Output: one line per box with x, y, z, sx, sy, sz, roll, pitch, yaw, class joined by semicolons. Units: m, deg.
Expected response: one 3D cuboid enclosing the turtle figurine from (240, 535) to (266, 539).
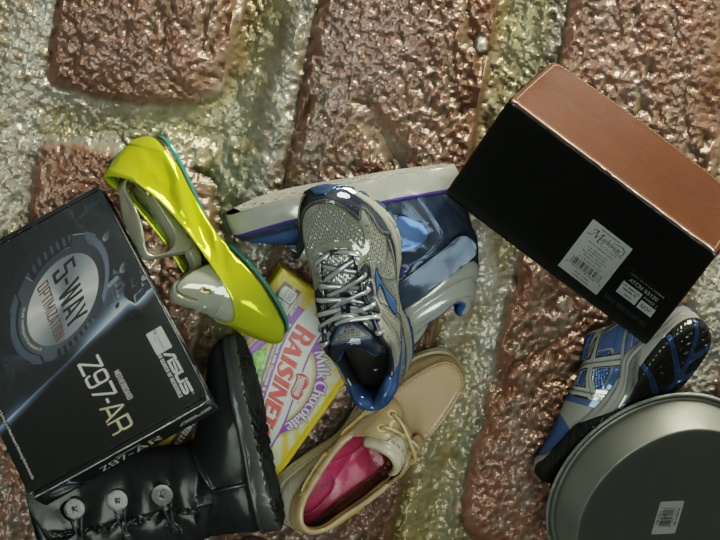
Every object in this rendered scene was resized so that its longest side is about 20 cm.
-0.094;0.282;1.652;0.149;0.200;0.101;-28;104;-1;turtle figurine

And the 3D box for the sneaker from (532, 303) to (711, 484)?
0.212;0.099;1.731;0.076;0.077;0.200;19;117;-44;sneaker

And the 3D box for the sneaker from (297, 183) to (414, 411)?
-0.001;0.025;1.602;0.077;0.085;0.201;-9;125;16;sneaker

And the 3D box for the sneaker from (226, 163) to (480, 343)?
0.000;0.000;1.670;0.199;0.081;0.147;-11;98;-11;sneaker

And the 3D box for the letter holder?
0.193;-0.061;1.661;0.200;0.142;0.101;37;119;5;letter holder

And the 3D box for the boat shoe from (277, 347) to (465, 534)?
0.016;0.147;1.699;0.200;0.069;0.074;-44;112;-5;boat shoe

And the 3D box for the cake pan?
0.253;0.195;1.731;0.199;0.037;0.201;-9;123;-15;cake pan

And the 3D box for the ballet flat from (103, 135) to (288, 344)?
-0.137;-0.013;1.645;0.067;0.067;0.200;-35;93;-32;ballet flat

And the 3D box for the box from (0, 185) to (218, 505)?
-0.227;0.059;1.626;0.160;0.044;0.201;-28;75;-1;box

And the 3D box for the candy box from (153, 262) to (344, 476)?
-0.081;0.103;1.708;0.102;0.026;0.200;33;95;-15;candy box

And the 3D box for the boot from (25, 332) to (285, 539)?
-0.175;0.149;1.668;0.199;0.066;0.166;-11;88;9;boot
